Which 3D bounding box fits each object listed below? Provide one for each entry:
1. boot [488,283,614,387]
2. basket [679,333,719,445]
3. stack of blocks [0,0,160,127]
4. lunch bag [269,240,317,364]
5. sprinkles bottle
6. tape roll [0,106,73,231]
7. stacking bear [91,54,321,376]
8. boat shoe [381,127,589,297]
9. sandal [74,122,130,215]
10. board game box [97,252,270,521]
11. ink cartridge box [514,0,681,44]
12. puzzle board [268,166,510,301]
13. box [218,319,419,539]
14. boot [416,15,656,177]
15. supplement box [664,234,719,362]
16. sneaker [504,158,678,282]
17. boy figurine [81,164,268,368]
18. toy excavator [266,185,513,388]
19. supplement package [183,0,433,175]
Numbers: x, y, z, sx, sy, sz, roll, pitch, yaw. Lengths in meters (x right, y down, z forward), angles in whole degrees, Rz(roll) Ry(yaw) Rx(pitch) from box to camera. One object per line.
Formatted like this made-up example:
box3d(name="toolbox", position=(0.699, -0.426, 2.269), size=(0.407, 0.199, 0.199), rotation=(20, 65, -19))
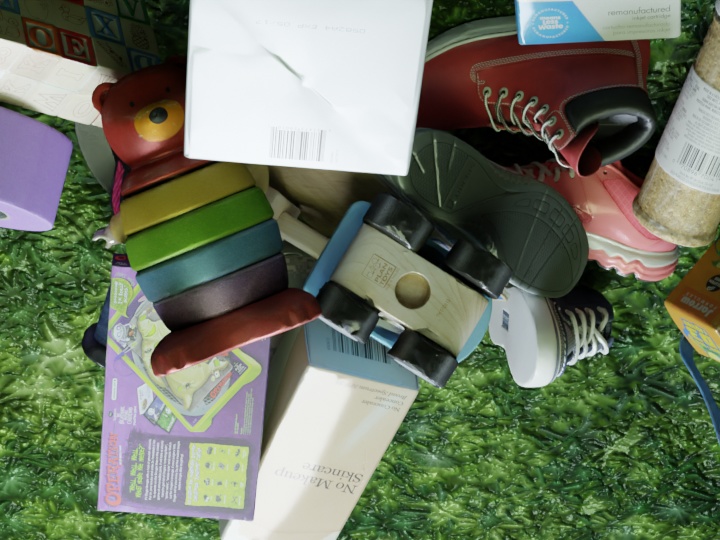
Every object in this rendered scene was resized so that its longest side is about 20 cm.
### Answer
box3d(name="boot", position=(0.157, 0.043, 1.748), size=(0.090, 0.200, 0.073), rotation=(3, 103, -6))
box3d(name="basket", position=(0.343, 0.054, 1.747), size=(0.200, 0.177, 0.139), rotation=(-37, 129, 19))
box3d(name="stack of blocks", position=(-0.242, -0.177, 1.581), size=(0.199, 0.116, 0.059), rotation=(14, 137, -37))
box3d(name="lunch bag", position=(-0.102, 0.062, 1.813), size=(0.163, 0.118, 0.201), rotation=(-1, 129, 0))
box3d(name="sprinkles bottle", position=(0.258, -0.115, 1.632), size=(0.068, 0.068, 0.201), rotation=(13, 121, -11))
box3d(name="tape roll", position=(-0.310, -0.085, 1.633), size=(0.199, 0.066, 0.200), rotation=(13, 172, 2))
box3d(name="stacking bear", position=(-0.117, -0.044, 1.558), size=(0.121, 0.114, 0.201), rotation=(-20, 93, 0))
box3d(name="boat shoe", position=(0.087, -0.046, 1.654), size=(0.201, 0.065, 0.075), rotation=(29, 90, -34))
box3d(name="sandal", position=(-0.150, -0.047, 1.706), size=(0.075, 0.045, 0.201), rotation=(-24, 101, 9))
box3d(name="board game box", position=(-0.128, 0.087, 1.667), size=(0.119, 0.032, 0.201), rotation=(3, 114, -8))
box3d(name="ink cartridge box", position=(0.157, -0.251, 1.529), size=(0.115, 0.068, 0.201), rotation=(-3, 134, 4))
box3d(name="puzzle board", position=(0.007, -0.041, 1.725), size=(0.200, 0.017, 0.150), rotation=(41, 158, -32))
box3d(name="box", position=(-0.036, 0.124, 1.743), size=(0.094, 0.078, 0.201), rotation=(12, 129, -17))
box3d(name="boot", position=(0.110, -0.112, 1.615), size=(0.199, 0.145, 0.073), rotation=(-15, 133, 18))
box3d(name="supplement box", position=(0.316, -0.021, 1.674), size=(0.200, 0.066, 0.069), rotation=(-51, 128, -8))
box3d(name="sneaker", position=(0.158, -0.062, 1.729), size=(0.199, 0.074, 0.087), rotation=(15, 114, -13))
box3d(name="boy figurine", position=(-0.134, -0.013, 1.672), size=(0.124, 0.064, 0.201), rotation=(25, 108, -17))
box3d(name="toy excavator", position=(0.000, 0.000, 1.665), size=(0.194, 0.200, 0.100), rotation=(31, 85, -3))
box3d(name="supplement package", position=(-0.033, -0.188, 1.505), size=(0.151, 0.201, 0.151), rotation=(5, 134, -3))
